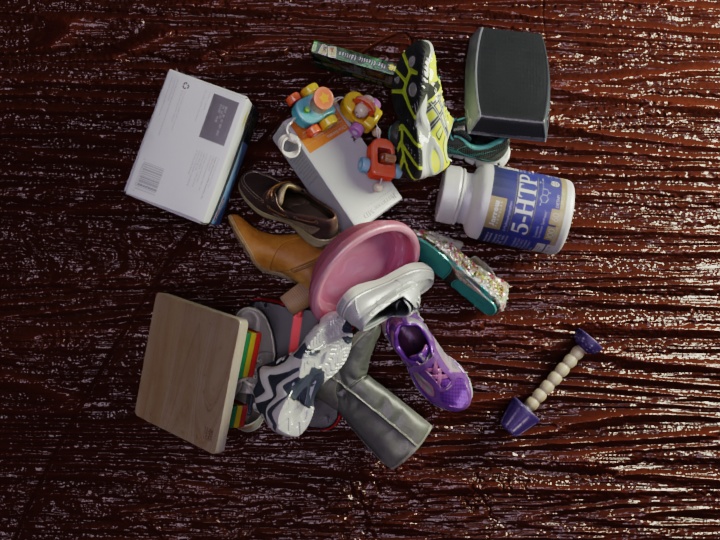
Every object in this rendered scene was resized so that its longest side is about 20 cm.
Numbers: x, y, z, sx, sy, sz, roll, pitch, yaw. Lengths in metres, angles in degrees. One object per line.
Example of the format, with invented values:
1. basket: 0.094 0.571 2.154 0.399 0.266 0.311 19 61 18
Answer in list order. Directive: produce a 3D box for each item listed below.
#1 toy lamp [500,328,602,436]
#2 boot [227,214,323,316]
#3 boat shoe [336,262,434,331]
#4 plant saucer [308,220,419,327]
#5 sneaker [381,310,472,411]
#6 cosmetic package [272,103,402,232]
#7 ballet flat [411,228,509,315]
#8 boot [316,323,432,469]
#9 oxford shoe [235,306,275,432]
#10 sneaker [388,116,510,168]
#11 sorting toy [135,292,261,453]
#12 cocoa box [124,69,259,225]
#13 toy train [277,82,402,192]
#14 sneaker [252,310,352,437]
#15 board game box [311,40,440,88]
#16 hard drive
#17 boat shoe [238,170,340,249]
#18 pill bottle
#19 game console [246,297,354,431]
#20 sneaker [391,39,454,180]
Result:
1. toy lamp: 0.303 0.183 1.296 0.058 0.058 0.200 41 89 -1
2. boot: -0.105 -0.042 1.292 0.144 0.071 0.202 -37 89 -8
3. boat shoe: 0.054 0.043 1.223 0.069 0.199 0.072 46 126 25
4. plant saucer: 0.000 0.000 1.239 0.200 0.201 0.051 -43 56 1
5. sneaker: 0.106 0.146 1.280 0.080 0.088 0.201 -37 92 0
6. cosmetic package: -0.037 -0.161 1.262 0.101 0.071 0.201 -36 92 -25
7. ballet flat: 0.159 -0.008 1.293 0.200 0.076 0.064 42 61 -5
8. boot: 0.034 0.191 1.264 0.200 0.073 0.182 40 104 0
9. oxford shoe: -0.177 0.159 1.277 0.074 0.058 0.202 3 90 6
10. sneaker: 0.144 -0.215 1.262 0.198 0.091 0.078 6 76 -1
11. sorting toy: -0.249 0.154 1.252 0.198 0.069 0.202 14 94 37
12. cocoa box: -0.256 -0.185 1.248 0.132 0.131 0.202 20 92 0
13. toy train: -0.019 -0.209 1.210 0.198 0.056 0.152 12 70 -22
14. sneaker: -0.100 0.144 1.220 0.079 0.129 0.201 30 78 -38
15. board game box: 0.023 -0.312 1.257 0.198 0.105 0.024 16 94 0
16. hard drive: 0.229 -0.293 1.241 0.134 0.042 0.202 6 60 0
17. boat shoe: -0.112 -0.112 1.251 0.199 0.072 0.072 36 60 24
18. pill bottle: 0.221 -0.101 1.255 0.198 0.120 0.121 11 92 0
19. game console: -0.106 0.155 1.314 0.175 0.031 0.202 8 91 5
20. sneaker: 0.096 -0.239 1.198 0.076 0.075 0.202 -12 111 -31
